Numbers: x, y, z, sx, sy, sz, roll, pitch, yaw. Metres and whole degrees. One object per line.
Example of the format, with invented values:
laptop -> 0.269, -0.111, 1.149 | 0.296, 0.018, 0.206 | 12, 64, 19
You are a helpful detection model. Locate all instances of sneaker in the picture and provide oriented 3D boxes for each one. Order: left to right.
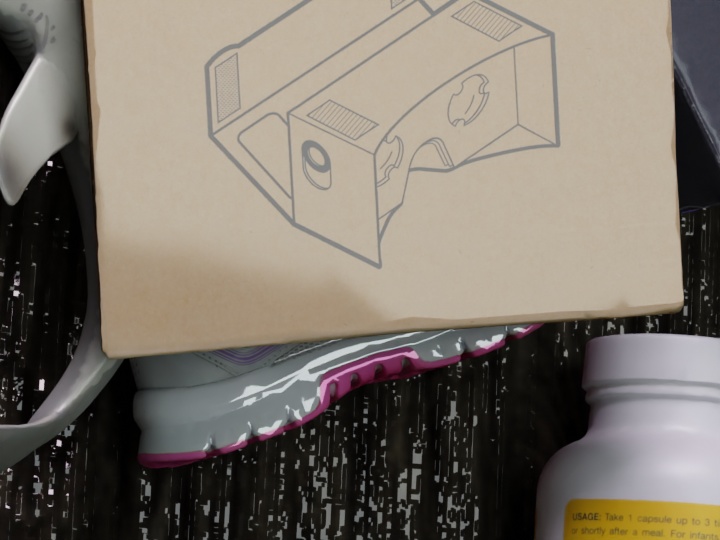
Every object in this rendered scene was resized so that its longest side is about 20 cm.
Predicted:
sneaker -> 0.000, 0.000, 0.949 | 0.200, 0.081, 0.088 | -21, 89, -20

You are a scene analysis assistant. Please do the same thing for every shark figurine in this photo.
shark figurine -> -0.100, -0.027, 0.910 | 0.128, 0.089, 0.215 | -2, 94, -26

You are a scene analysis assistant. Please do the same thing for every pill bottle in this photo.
pill bottle -> 0.115, 0.128, 0.975 | 0.104, 0.104, 0.201 | 8, 80, -23

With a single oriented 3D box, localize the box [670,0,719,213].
box -> 0.105, -0.128, 0.970 | 0.106, 0.122, 0.200 | -29, 96, -23

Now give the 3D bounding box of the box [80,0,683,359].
box -> 0.008, -0.059, 0.874 | 0.199, 0.021, 0.164 | -4, 93, -10
